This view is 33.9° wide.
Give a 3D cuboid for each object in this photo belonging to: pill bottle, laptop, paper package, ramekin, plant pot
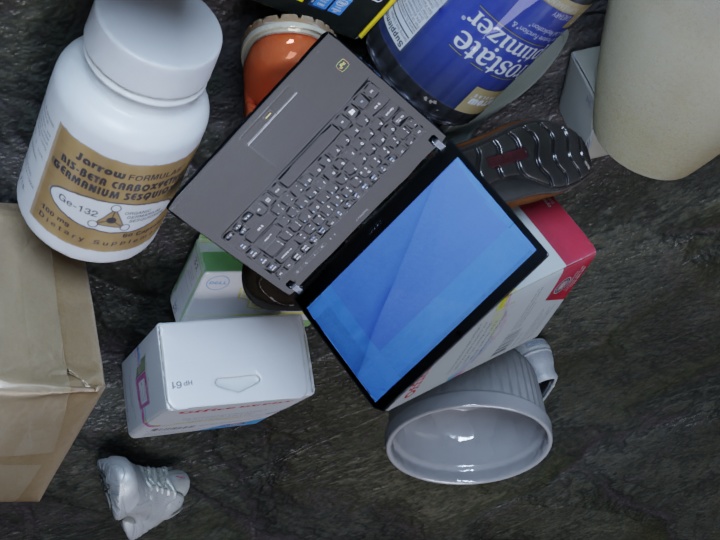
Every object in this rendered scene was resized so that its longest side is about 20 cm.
[{"bbox_3d":[-0.172,-0.107,0.852,0.114,0.115,0.200,1,144,-30],"label":"pill bottle"},{"bbox_3d":[-0.005,-0.030,0.844,0.177,0.104,0.200,-44,121,15],"label":"laptop"},{"bbox_3d":[-0.299,0.071,0.986,0.103,0.192,0.200,5,141,-30],"label":"paper package"},{"bbox_3d":[0.126,0.167,1.420,0.198,0.106,0.201,-1,143,0],"label":"ramekin"},{"bbox_3d":[0.256,-0.172,0.897,0.186,0.188,0.201,-4,140,-24],"label":"plant pot"},{"bbox_3d":[0.075,-0.180,0.874,0.111,0.112,0.200,12,136,-41],"label":"pill bottle"}]

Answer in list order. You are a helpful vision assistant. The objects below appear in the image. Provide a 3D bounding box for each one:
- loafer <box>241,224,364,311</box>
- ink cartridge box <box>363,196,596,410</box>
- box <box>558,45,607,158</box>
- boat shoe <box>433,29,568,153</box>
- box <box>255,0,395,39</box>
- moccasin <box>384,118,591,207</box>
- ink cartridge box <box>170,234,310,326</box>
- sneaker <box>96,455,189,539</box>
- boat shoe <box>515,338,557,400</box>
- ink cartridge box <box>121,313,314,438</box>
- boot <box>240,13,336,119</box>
[{"bbox_3d":[0.000,0.000,0.941,0.198,0.074,0.071,-6,167,3],"label":"loafer"},{"bbox_3d":[0.080,0.005,1.087,0.199,0.145,0.146,-23,156,-33],"label":"ink cartridge box"},{"bbox_3d":[0.284,-0.166,1.056,0.198,0.069,0.082,-13,148,-10],"label":"box"},{"bbox_3d":[0.085,-0.149,0.980,0.200,0.061,0.075,-41,162,29],"label":"boat shoe"},{"bbox_3d":[-0.031,-0.246,0.776,0.199,0.050,0.160,12,139,-42],"label":"box"},{"bbox_3d":[0.111,-0.077,1.000,0.200,0.074,0.078,-23,178,-30],"label":"moccasin"},{"bbox_3d":[-0.084,-0.015,1.112,0.144,0.048,0.200,-1,147,-27],"label":"ink cartridge box"},{"bbox_3d":[-0.259,0.260,1.435,0.099,0.078,0.200,-21,159,-10],"label":"sneaker"},{"bbox_3d":[0.209,0.166,1.536,0.071,0.069,0.201,-4,146,-23],"label":"boat shoe"},{"bbox_3d":[-0.146,0.106,1.168,0.143,0.085,0.200,-4,168,-22],"label":"ink cartridge box"},{"bbox_3d":[-0.054,-0.106,0.893,0.074,0.108,0.200,1,155,-5],"label":"boot"}]
